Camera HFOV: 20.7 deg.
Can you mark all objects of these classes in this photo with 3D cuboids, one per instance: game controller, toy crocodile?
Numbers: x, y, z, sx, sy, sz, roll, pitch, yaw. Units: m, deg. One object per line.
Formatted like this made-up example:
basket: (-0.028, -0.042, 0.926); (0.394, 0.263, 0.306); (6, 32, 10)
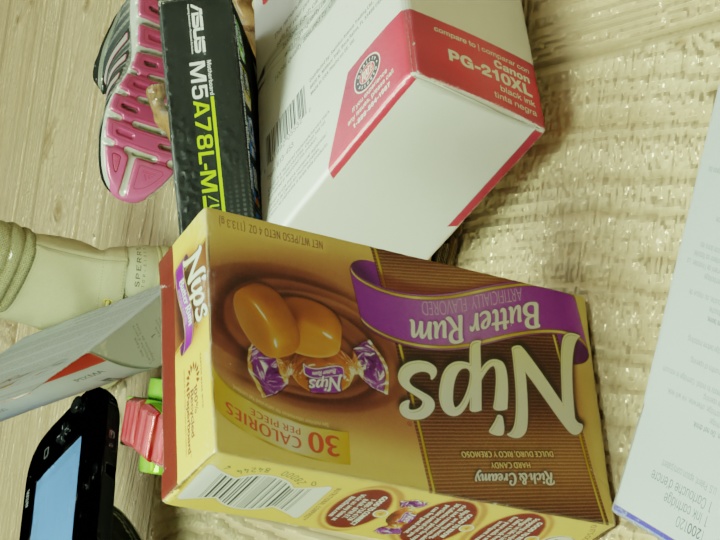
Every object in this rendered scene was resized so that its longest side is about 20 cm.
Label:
game controller: (-0.206, 0.176, 1.359); (0.104, 0.042, 0.201); (-36, 35, 28)
toy crocodile: (-0.129, 0.111, 1.337); (0.200, 0.061, 0.068); (-169, 89, -67)

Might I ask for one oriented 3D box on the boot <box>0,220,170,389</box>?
boot: (-0.238, 0.028, 1.503); (0.200, 0.154, 0.074); (138, 137, -55)

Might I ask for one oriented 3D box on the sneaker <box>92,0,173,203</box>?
sneaker: (-0.167, -0.136, 1.513); (0.087, 0.073, 0.202); (-38, 42, 57)

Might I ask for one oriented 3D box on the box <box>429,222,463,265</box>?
box: (0.000, 0.000, 1.132); (0.200, 0.021, 0.165); (-150, 71, -65)

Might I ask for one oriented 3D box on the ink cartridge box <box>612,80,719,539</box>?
ink cartridge box: (0.173, 0.020, 0.695); (0.198, 0.043, 0.202); (28, 106, 65)

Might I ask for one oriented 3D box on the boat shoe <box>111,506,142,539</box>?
boat shoe: (-0.157, 0.227, 1.354); (0.064, 0.070, 0.201); (-63, 36, 34)

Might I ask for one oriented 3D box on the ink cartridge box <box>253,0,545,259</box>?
ink cartridge box: (0.013, -0.112, 1.031); (0.145, 0.084, 0.201); (-48, 34, 38)

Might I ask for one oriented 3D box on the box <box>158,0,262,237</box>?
box: (-0.069, -0.027, 1.090); (0.193, 0.047, 0.202); (64, -160, -76)

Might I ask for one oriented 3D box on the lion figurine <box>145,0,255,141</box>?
lion figurine: (-0.096, -0.114, 1.360); (0.200, 0.072, 0.124); (113, 144, -60)

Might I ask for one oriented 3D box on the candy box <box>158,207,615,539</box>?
candy box: (0.012, 0.054, 0.858); (0.056, 0.198, 0.118); (-45, 41, 48)

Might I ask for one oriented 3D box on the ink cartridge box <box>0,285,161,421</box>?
ink cartridge box: (-0.220, 0.081, 1.356); (0.161, 0.057, 0.200); (-20, 16, 31)
